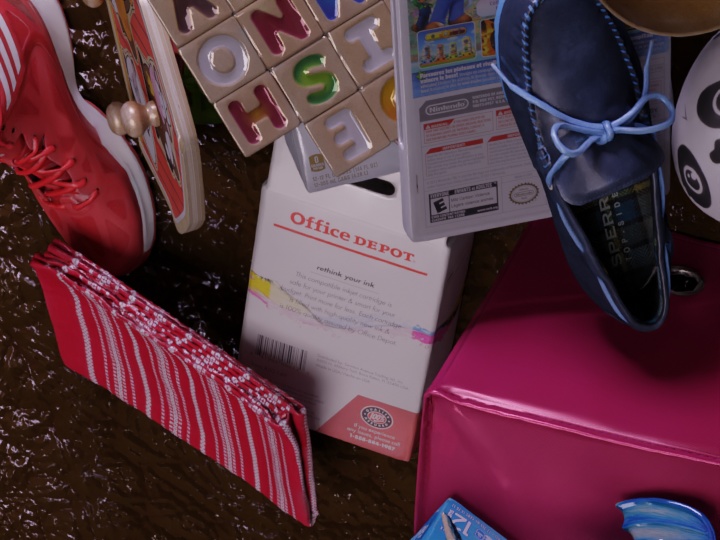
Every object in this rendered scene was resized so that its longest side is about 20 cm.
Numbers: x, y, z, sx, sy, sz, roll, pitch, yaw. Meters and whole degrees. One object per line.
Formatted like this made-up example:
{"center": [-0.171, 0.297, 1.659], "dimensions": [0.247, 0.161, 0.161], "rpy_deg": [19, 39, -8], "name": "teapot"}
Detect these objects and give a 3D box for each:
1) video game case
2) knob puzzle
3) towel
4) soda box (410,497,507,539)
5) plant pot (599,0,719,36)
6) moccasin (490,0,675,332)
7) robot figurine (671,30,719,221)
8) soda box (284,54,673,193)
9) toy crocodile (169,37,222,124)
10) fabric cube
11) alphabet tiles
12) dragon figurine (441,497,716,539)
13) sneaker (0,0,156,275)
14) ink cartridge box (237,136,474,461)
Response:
{"center": [0.086, -0.116, 1.205], "dimensions": [0.143, 0.018, 0.200], "rpy_deg": [-11, 122, -11], "name": "video game case"}
{"center": [-0.124, -0.106, 1.322], "dimensions": [0.030, 0.220, 0.220], "rpy_deg": [-15, 118, -10], "name": "knob puzzle"}
{"center": [-0.111, 0.070, 1.458], "dimensions": [0.200, 0.022, 0.145], "rpy_deg": [33, 156, 20], "name": "towel"}
{"center": [0.098, 0.211, 1.247], "dimensions": [0.200, 0.064, 0.068], "rpy_deg": [38, 126, -1], "name": "soda box"}
{"center": [0.172, -0.208, 1.152], "dimensions": [0.027, 0.200, 0.200], "rpy_deg": [39, 137, 43], "name": "plant pot"}
{"center": [0.125, -0.059, 1.197], "dimensions": [0.080, 0.068, 0.200], "rpy_deg": [-27, 123, -2], "name": "moccasin"}
{"center": [0.256, -0.056, 1.224], "dimensions": [0.200, 0.150, 0.125], "rpy_deg": [24, 171, 7], "name": "robot figurine"}
{"center": [0.057, -0.102, 1.263], "dimensions": [0.200, 0.068, 0.064], "rpy_deg": [-14, 117, -5], "name": "soda box"}
{"center": [-0.082, -0.122, 1.312], "dimensions": [0.062, 0.200, 0.068], "rpy_deg": [-6, 83, -4], "name": "toy crocodile"}
{"center": [0.148, 0.112, 1.328], "dimensions": [0.196, 0.199, 0.200], "rpy_deg": [14, 123, 15], "name": "fabric cube"}
{"center": [0.002, -0.148, 1.196], "dimensions": [0.200, 0.008, 0.167], "rpy_deg": [-32, 110, 1], "name": "alphabet tiles"}
{"center": [0.142, 0.153, 1.195], "dimensions": [0.200, 0.099, 0.059], "rpy_deg": [16, 128, 36], "name": "dragon figurine"}
{"center": [-0.196, -0.065, 1.416], "dimensions": [0.078, 0.116, 0.200], "rpy_deg": [-16, 112, 29], "name": "sneaker"}
{"center": [0.000, 0.000, 1.403], "dimensions": [0.116, 0.068, 0.200], "rpy_deg": [19, 126, 11], "name": "ink cartridge box"}
